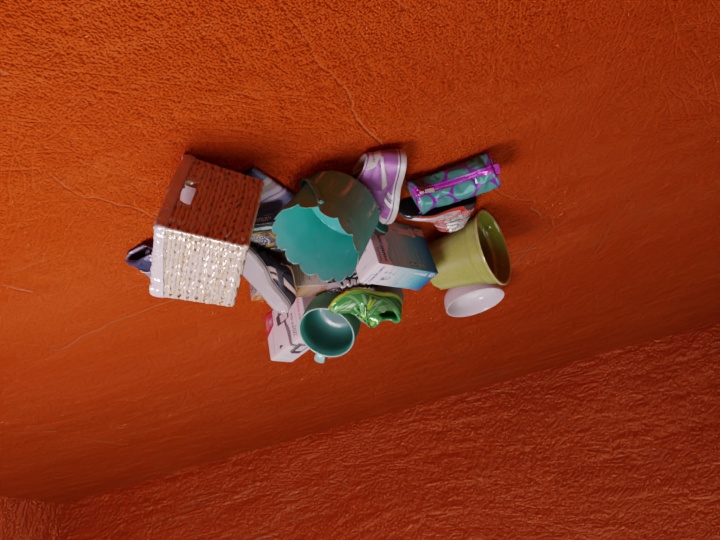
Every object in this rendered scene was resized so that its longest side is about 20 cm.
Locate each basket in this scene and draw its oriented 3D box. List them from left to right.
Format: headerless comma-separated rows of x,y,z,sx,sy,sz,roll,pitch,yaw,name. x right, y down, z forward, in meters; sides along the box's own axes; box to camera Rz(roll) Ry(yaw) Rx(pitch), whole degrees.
-0.285,-0.065,0.989,0.159,0.200,0.201,15,137,-13,basket

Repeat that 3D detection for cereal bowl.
0.362,0.072,1.729,0.197,0.084,0.201,-12,151,-7,cereal bowl

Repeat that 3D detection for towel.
-0.217,-0.137,1.133,0.146,0.024,0.200,-28,149,20,towel

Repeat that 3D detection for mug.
-0.084,0.139,1.397,0.184,0.115,0.152,-34,106,30,mug

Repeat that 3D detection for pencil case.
0.207,-0.192,1.179,0.198,0.086,0.092,-20,180,6,pencil case

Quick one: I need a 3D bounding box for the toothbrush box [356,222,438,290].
0.078,-0.042,1.317,0.198,0.148,0.085,8,141,-38,toothbrush box

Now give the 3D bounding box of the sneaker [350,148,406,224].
0.029,-0.178,1.142,0.113,0.073,0.202,-6,140,-10,sneaker

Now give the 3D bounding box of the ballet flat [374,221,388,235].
-0.012,-0.137,1.201,0.068,0.069,0.200,-18,143,27,ballet flat

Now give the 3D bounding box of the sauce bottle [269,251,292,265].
-0.164,-0.046,1.282,0.197,0.067,0.066,-3,150,-18,sauce bottle

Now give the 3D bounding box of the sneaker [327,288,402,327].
0.019,0.094,1.299,0.197,0.084,0.074,3,145,-22,sneaker

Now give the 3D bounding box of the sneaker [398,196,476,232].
0.181,-0.131,1.293,0.199,0.068,0.108,-12,149,-12,sneaker

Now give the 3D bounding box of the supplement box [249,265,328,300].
-0.177,0.024,1.358,0.197,0.075,0.126,-3,165,-21,supplement box

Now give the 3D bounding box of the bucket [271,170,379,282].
-0.067,-0.094,1.087,0.205,0.135,0.209,18,141,15,bucket

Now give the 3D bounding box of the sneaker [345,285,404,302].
0.024,0.041,1.435,0.074,0.200,0.116,-46,173,-32,sneaker

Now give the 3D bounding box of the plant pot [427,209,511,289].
0.275,-0.036,1.411,0.183,0.203,0.199,-19,154,34,plant pot

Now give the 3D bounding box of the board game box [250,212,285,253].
-0.259,-0.074,1.171,0.197,0.029,0.136,-6,155,10,board game box

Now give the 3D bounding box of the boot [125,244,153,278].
-0.417,-0.025,1.157,0.198,0.074,0.090,-14,151,26,boot

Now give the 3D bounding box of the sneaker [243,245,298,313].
-0.214,0.003,1.221,0.078,0.080,0.201,-3,131,37,sneaker

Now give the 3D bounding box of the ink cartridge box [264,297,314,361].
-0.187,0.159,1.546,0.083,0.147,0.200,12,142,-39,ink cartridge box

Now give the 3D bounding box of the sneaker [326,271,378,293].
0.000,0.000,1.325,0.198,0.092,0.066,-7,172,-31,sneaker
